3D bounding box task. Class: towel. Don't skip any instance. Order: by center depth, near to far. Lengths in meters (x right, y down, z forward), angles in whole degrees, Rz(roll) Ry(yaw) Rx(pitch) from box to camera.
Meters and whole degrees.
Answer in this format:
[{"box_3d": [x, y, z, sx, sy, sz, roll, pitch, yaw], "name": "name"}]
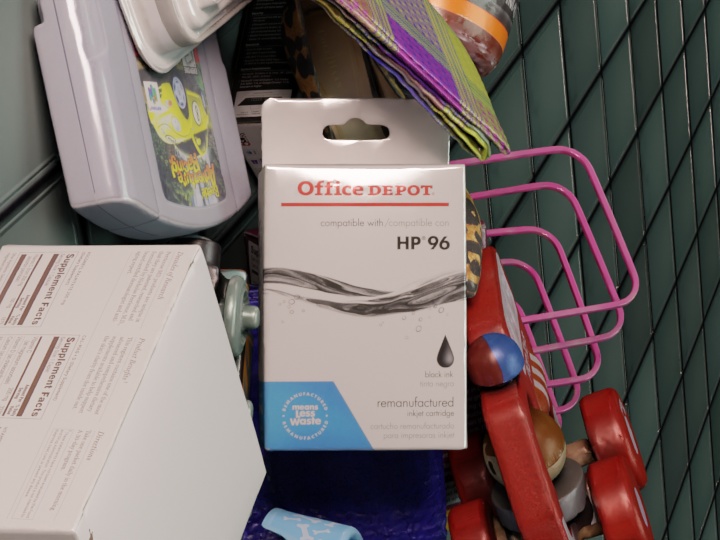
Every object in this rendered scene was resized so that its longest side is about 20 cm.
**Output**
[{"box_3d": [0.003, -0.153, 1.401, 0.200, 0.023, 0.144, 40, 20, -35], "name": "towel"}, {"box_3d": [-0.023, 0.105, 1.499, 0.050, 0.147, 0.201, -79, 166, -75], "name": "towel"}]

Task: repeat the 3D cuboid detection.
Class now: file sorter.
[{"box_3d": [0.095, 0.025, 1.719, 0.200, 0.125, 0.139, 112, -36, -55], "name": "file sorter"}]

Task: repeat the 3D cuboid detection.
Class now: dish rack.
[{"box_3d": [-0.097, -0.211, 1.372, 0.200, 0.043, 0.172, -57, 130, -68], "name": "dish rack"}]

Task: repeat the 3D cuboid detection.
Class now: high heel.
[{"box_3d": [0.009, -0.080, 1.477, 0.200, 0.071, 0.143, 57, -8, 43], "name": "high heel"}]

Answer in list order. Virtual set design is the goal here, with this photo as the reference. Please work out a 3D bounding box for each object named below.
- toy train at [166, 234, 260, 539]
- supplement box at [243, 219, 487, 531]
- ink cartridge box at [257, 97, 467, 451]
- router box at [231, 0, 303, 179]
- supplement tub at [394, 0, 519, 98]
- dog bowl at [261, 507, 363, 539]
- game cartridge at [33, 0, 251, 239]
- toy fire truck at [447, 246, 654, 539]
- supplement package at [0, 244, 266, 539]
[{"box_3d": [-0.097, 0.084, 1.391, 0.114, 0.085, 0.201, 76, 15, -74], "name": "toy train"}, {"box_3d": [0.010, 0.066, 1.594, 0.103, 0.131, 0.201, 28, -54, 60], "name": "supplement box"}, {"box_3d": [0.000, 0.000, 1.409, 0.068, 0.116, 0.201, 165, -76, -85], "name": "ink cartridge box"}, {"box_3d": [-0.024, -0.104, 1.653, 0.200, 0.051, 0.149, 61, 33, -54], "name": "router box"}, {"box_3d": [0.056, -0.196, 1.620, 0.107, 0.107, 0.200, 44, 62, -67], "name": "supplement tub"}, {"box_3d": [-0.036, 0.209, 1.395, 0.200, 0.049, 0.112, -61, 148, -66], "name": "dog bowl"}, {"box_3d": [-0.113, -0.084, 1.359, 0.200, 0.041, 0.134, -11, 92, -72], "name": "game cartridge"}, {"box_3d": [0.095, 0.094, 1.482, 0.200, 0.112, 0.168, -87, 156, -65], "name": "toy fire truck"}, {"box_3d": [-0.136, 0.109, 1.201, 0.200, 0.111, 0.156, -69, 153, -48], "name": "supplement package"}]
